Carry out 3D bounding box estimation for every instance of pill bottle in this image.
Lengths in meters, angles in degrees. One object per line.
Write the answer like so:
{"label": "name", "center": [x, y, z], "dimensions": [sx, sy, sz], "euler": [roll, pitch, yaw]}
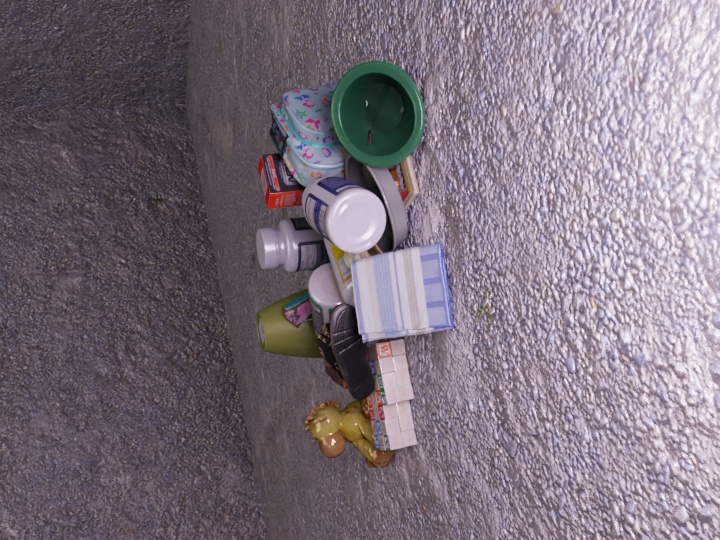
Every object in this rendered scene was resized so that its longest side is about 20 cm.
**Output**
{"label": "pill bottle", "center": [-0.051, 0.086, 1.579], "dimensions": [0.201, 0.111, 0.114], "euler": [88, 164, -52]}
{"label": "pill bottle", "center": [-0.039, -0.109, 1.332], "dimensions": [0.200, 0.109, 0.113], "euler": [-142, 48, -62]}
{"label": "pill bottle", "center": [-0.129, -0.060, 1.655], "dimensions": [0.119, 0.197, 0.122], "euler": [173, 90, -70]}
{"label": "pill bottle", "center": [0.000, 0.000, 1.451], "dimensions": [0.105, 0.103, 0.202], "euler": [110, 147, -52]}

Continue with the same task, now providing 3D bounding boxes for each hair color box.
{"label": "hair color box", "center": [-0.107, -0.195, 1.543], "dimensions": [0.061, 0.197, 0.103], "euler": [116, 142, -59]}

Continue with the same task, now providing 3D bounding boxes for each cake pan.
{"label": "cake pan", "center": [0.030, -0.125, 1.352], "dimensions": [0.201, 0.036, 0.201], "euler": [58, 163, 30]}

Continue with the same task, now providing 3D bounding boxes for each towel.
{"label": "towel", "center": [0.068, 0.040, 1.257], "dimensions": [0.198, 0.024, 0.149], "euler": [-12, 85, 39]}

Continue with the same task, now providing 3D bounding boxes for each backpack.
{"label": "backpack", "center": [-0.075, -0.266, 1.471], "dimensions": [0.202, 0.175, 0.151], "euler": [64, 156, 24]}

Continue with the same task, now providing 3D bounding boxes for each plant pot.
{"label": "plant pot", "center": [-0.145, 0.130, 1.769], "dimensions": [0.187, 0.197, 0.190], "euler": [173, 90, -71]}

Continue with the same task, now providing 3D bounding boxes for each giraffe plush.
{"label": "giraffe plush", "center": [-0.033, 0.334, 1.571], "dimensions": [0.201, 0.160, 0.174], "euler": [-117, 27, -43]}

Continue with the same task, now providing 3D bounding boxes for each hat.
{"label": "hat", "center": [0.045, -0.289, 1.311], "dimensions": [0.202, 0.164, 0.176], "euler": [61, -159, -2]}

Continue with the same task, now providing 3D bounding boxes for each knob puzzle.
{"label": "knob puzzle", "center": [0.043, -0.183, 1.376], "dimensions": [0.219, 0.030, 0.223], "euler": [172, 90, -71]}

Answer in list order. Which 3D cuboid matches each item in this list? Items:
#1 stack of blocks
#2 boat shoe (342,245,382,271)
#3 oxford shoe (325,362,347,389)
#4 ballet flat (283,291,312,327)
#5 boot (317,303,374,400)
{"label": "stack of blocks", "center": [0.056, 0.245, 1.442], "dimensions": [0.115, 0.058, 0.203], "euler": [146, 115, -68]}
{"label": "boat shoe", "center": [0.045, 0.011, 1.335], "dimensions": [0.201, 0.073, 0.064], "euler": [50, 127, 28]}
{"label": "oxford shoe", "center": [-0.047, 0.219, 1.634], "dimensions": [0.072, 0.072, 0.200], "euler": [-61, -4, -18]}
{"label": "ballet flat", "center": [-0.082, 0.060, 1.668], "dimensions": [0.071, 0.199, 0.069], "euler": [52, -170, -17]}
{"label": "boot", "center": [-0.038, 0.139, 1.444], "dimensions": [0.150, 0.072, 0.202], "euler": [37, 148, 60]}
